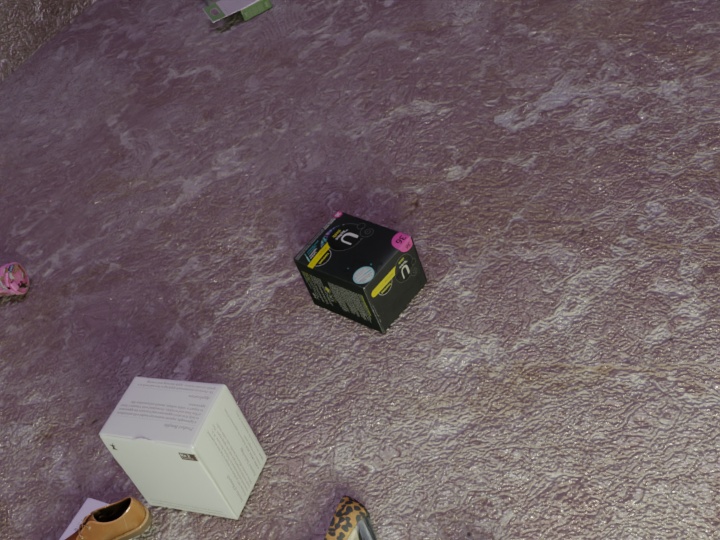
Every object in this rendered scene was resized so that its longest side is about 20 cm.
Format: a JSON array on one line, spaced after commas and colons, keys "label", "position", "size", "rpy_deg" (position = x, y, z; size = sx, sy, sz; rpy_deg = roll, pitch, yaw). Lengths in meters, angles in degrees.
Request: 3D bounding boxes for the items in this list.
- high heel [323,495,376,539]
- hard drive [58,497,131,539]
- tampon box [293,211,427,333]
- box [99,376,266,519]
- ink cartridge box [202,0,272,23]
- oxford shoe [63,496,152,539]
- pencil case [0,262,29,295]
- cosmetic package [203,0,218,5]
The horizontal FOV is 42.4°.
[{"label": "high heel", "position": [-0.069, 0.425, 1.404], "size": [0.196, 0.072, 0.144], "rpy_deg": [-14, 44, -14]}, {"label": "hard drive", "position": [-0.473, 0.491, 1.578], "size": [0.130, 0.027, 0.202], "rpy_deg": [6, 49, 31]}, {"label": "tampon box", "position": [0.000, 0.000, 1.798], "size": [0.198, 0.127, 0.150], "rpy_deg": [20, 57, 40]}, {"label": "box", "position": [-0.294, 0.297, 1.565], "size": [0.195, 0.202, 0.132], "rpy_deg": [2, 43, 27]}, {"label": "ink cartridge box", "position": [-0.397, -0.845, 2.986], "size": [0.198, 0.048, 0.146], "rpy_deg": [-30, 40, -6]}, {"label": "oxford shoe", "position": [-0.452, 0.438, 1.552], "size": [0.198, 0.072, 0.072], "rpy_deg": [-31, 41, -6]}, {"label": "pencil case", "position": [-0.905, 0.041, 2.248], "size": [0.196, 0.087, 0.084], "rpy_deg": [-14, 72, 13]}, {"label": "cosmetic package", "position": [-0.503, -1.035, 3.127], "size": [0.163, 0.202, 0.165], "rpy_deg": [-31, 40, -8]}]
